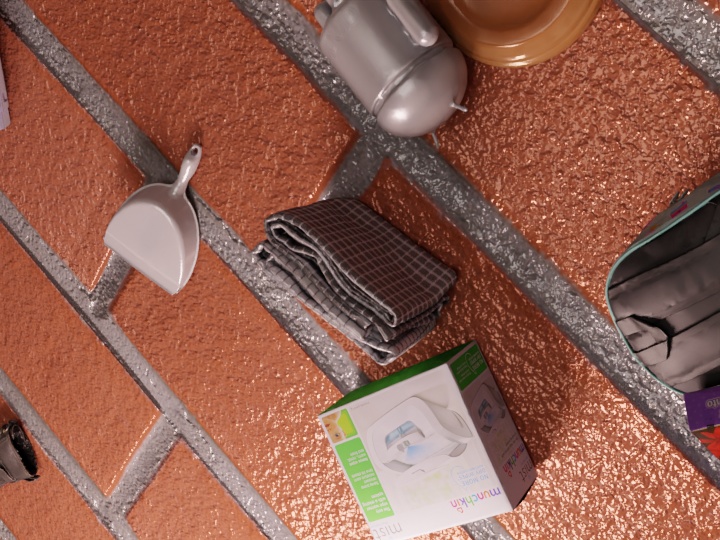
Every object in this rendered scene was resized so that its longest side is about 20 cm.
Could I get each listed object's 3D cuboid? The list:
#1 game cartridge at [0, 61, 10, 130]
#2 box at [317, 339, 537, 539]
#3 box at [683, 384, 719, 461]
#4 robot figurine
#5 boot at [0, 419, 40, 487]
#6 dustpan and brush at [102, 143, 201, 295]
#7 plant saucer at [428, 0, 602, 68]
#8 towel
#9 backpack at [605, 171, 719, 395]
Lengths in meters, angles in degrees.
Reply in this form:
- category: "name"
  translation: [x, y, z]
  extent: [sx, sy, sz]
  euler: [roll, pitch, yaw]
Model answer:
- category: "game cartridge"
  translation: [-0.584, -0.316, 1.229]
  extent: [0.128, 0.038, 0.203]
  euler: [26, 133, 20]
- category: "box"
  translation: [0.078, 0.206, 0.986]
  extent: [0.198, 0.096, 0.179]
  euler: [-25, 88, 33]
- category: "box"
  translation: [0.390, 0.147, 0.737]
  extent: [0.135, 0.040, 0.199]
  euler: [-24, 136, 33]
- category: "robot figurine"
  translation: [0.035, -0.223, 0.873]
  extent: [0.201, 0.112, 0.170]
  euler: [52, 161, 8]
- category: "boot"
  translation: [-0.661, 0.308, 1.489]
  extent: [0.173, 0.069, 0.202]
  euler: [-32, 91, 28]
- category: "dustpan and brush"
  translation: [-0.262, -0.084, 1.137]
  extent: [0.138, 0.057, 0.202]
  euler: [35, 126, 6]
- category: "plant saucer"
  translation: [0.147, -0.305, 0.827]
  extent: [0.196, 0.037, 0.205]
  euler: [10, 110, 28]
- category: "towel"
  translation: [0.000, 0.000, 0.931]
  extent: [0.199, 0.165, 0.086]
  euler: [38, 114, 16]
- category: "backpack"
  translation: [0.327, 0.009, 0.740]
  extent: [0.199, 0.153, 0.177]
  euler: [-38, 90, 31]
